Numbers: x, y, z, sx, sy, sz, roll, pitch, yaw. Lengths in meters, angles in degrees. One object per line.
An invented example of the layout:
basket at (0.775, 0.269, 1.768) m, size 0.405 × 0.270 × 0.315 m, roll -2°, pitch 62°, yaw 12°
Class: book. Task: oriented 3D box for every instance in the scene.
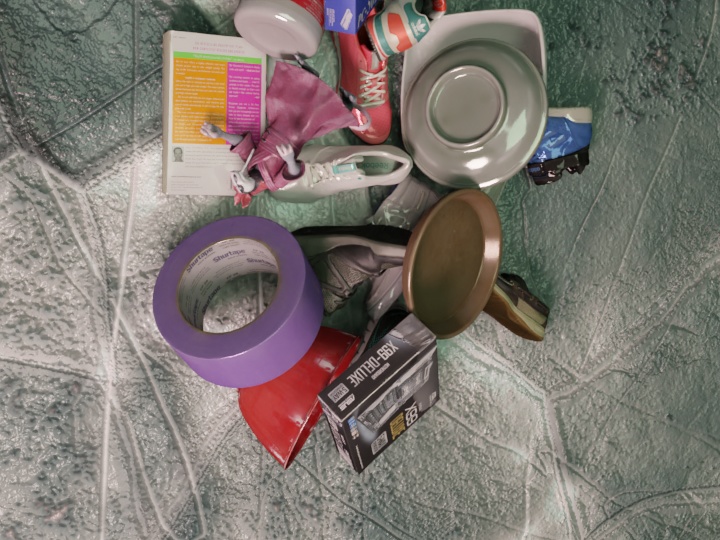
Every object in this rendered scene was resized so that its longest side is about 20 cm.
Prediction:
book at (-0.187, -0.199, 1.155) m, size 0.132 × 0.048 × 0.203 m, roll -1°, pitch 98°, yaw -24°

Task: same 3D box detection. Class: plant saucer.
plant saucer at (0.140, -0.207, 1.155) m, size 0.198 × 0.050 × 0.203 m, roll -2°, pitch 84°, yaw 23°
plant saucer at (0.118, -0.010, 1.165) m, size 0.199 × 0.029 × 0.202 m, roll -20°, pitch 118°, yaw -43°

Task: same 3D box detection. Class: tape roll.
tape roll at (-0.151, 0.037, 1.113) m, size 0.200 × 0.200 × 0.085 m, roll -40°, pitch 147°, yaw -11°

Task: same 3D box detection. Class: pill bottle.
pill bottle at (-0.077, -0.378, 1.124) m, size 0.111 × 0.112 × 0.202 m, roll 23°, pitch 74°, yaw -21°

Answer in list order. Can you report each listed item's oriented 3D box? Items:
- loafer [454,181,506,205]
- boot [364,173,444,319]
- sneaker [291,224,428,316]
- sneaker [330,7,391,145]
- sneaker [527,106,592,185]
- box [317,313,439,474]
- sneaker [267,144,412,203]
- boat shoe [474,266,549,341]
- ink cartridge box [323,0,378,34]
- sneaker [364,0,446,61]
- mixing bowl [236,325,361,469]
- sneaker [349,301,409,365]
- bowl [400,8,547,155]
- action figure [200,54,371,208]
loafer at (0.161, -0.076, 1.289) m, size 0.069 × 0.070 × 0.201 m, roll 30°, pitch 96°, yaw -30°
boot at (0.040, -0.039, 1.254) m, size 0.095 × 0.073 × 0.201 m, roll 33°, pitch 80°, yaw -11°
sneaker at (0.000, 0.000, 1.199) m, size 0.197 × 0.076 × 0.116 m, roll -1°, pitch 109°, yaw 19°
sneaker at (0.004, -0.265, 1.193) m, size 0.073 × 0.087 × 0.202 m, roll -15°, pitch 102°, yaw -17°
sneaker at (0.246, -0.179, 1.299) m, size 0.198 × 0.077 × 0.113 m, roll -4°, pitch 97°, yaw -20°
box at (0.030, 0.163, 1.149) m, size 0.157 × 0.050 × 0.201 m, roll -39°, pitch 153°, yaw -16°
sneaker at (-0.028, -0.135, 1.184) m, size 0.198 × 0.088 × 0.076 m, roll -11°, pitch 97°, yaw -4°
boat shoe at (0.213, 0.035, 1.316) m, size 0.200 × 0.073 × 0.065 m, roll 41°, pitch 66°, yaw -39°
ink cartridge box at (0.007, -0.387, 1.119) m, size 0.044 × 0.201 × 0.095 m, roll 14°, pitch 136°, yaw 13°
sneaker at (0.074, -0.340, 1.158) m, size 0.093 × 0.201 × 0.071 m, roll -12°, pitch 122°, yaw 26°
mixing bowl at (-0.092, 0.146, 1.176) m, size 0.108 × 0.200 × 0.201 m, roll 30°, pitch 86°, yaw 6°
sneaker at (0.025, 0.142, 1.253) m, size 0.077 × 0.091 × 0.202 m, roll 20°, pitch 90°, yaw -20°
bowl at (0.159, -0.242, 1.215) m, size 0.198 × 0.075 × 0.203 m, roll 1°, pitch 84°, yaw 24°
action figure at (-0.103, -0.166, 1.143) m, size 0.201 × 0.134 × 0.149 m, roll -56°, pitch 154°, yaw 6°
